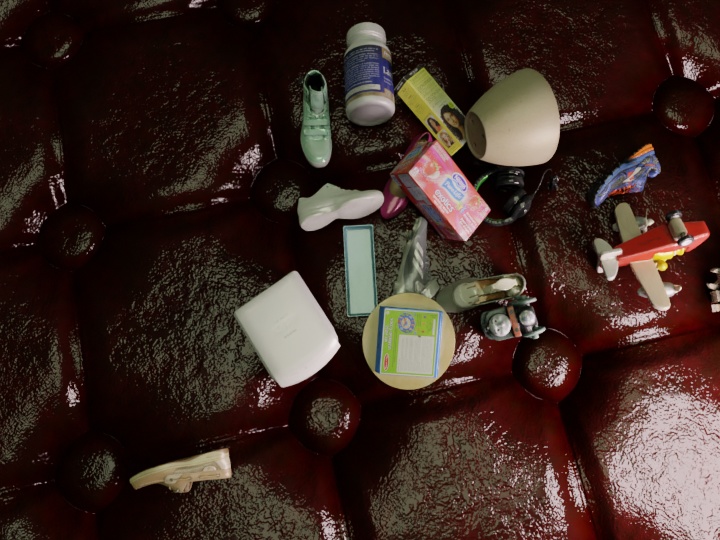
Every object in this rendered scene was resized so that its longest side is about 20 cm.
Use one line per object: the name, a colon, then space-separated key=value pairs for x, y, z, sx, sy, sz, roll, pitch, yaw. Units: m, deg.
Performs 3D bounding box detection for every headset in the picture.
headset: x=0.347 y=-0.174 z=1.171 sx=0.196 sy=0.094 sz=0.126 roll=-19 pitch=78 yaw=12

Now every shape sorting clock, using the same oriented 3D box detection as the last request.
shape sorting clock: x=0.101 y=0.148 z=1.095 sx=0.195 sy=0.039 sz=0.205 roll=0 pitch=94 yaw=-3

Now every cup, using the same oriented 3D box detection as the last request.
cup: x=0.308 y=-0.309 z=1.115 sx=0.140 sy=0.201 sz=0.204 roll=-19 pitch=78 yaw=-10

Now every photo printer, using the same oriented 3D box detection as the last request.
photo printer: x=-0.149 y=0.129 z=1.094 sx=0.165 sy=0.070 sz=0.202 roll=-33 pitch=80 yaw=-7

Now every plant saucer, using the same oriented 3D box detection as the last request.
plant saucer: x=0.000 y=0.000 z=1.149 sx=0.068 sy=0.019 sz=0.205 roll=-3 pitch=77 yaw=-1

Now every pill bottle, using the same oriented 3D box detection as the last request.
pill bottle: x=0.018 y=-0.450 z=1.194 sx=0.113 sy=0.116 sz=0.205 roll=-3 pitch=78 yaw=-1

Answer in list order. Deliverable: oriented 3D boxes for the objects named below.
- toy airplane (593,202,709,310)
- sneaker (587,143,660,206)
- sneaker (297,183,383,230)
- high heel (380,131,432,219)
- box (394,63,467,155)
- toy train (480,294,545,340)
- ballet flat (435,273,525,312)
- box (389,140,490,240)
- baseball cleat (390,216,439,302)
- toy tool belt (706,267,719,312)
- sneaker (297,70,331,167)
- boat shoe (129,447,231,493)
toy airplane: x=0.604 y=-0.034 z=1.111 sx=0.198 sy=0.140 sz=0.203 roll=28 pitch=87 yaw=44
sneaker: x=0.598 y=-0.203 z=1.166 sx=0.198 sy=0.075 sz=0.079 roll=-37 pitch=84 yaw=-6
sneaker: x=-0.048 y=-0.160 z=1.158 sx=0.195 sy=0.076 sz=0.090 roll=-14 pitch=63 yaw=1
high heel: x=0.098 y=-0.213 z=1.153 sx=0.066 sy=0.096 sz=0.203 roll=24 pitch=79 yaw=5
box: x=0.171 y=-0.364 z=1.179 sx=0.200 sy=0.050 sz=0.075 roll=47 pitch=59 yaw=-4
toy train: x=0.299 y=0.101 z=1.043 sx=0.112 sy=0.200 sz=0.087 roll=-18 pitch=84 yaw=10
ballet flat: x=0.259 y=0.042 z=1.116 sx=0.195 sy=0.064 sz=0.069 roll=-12 pitch=78 yaw=-2
box: x=0.169 y=-0.166 z=1.103 sx=0.096 sy=0.099 sz=0.200 roll=-47 pitch=110 yaw=-9
baseball cleat: x=0.131 y=-0.009 z=1.133 sx=0.104 sy=0.070 sz=0.204 roll=18 pitch=88 yaw=-2
toy tool belt: x=0.798 y=0.043 z=1.089 sx=0.120 sy=0.125 sz=0.205 roll=-7 pitch=77 yaw=-10
sneaker: x=-0.105 y=-0.344 z=1.170 sx=0.072 sy=0.118 sz=0.205 roll=-4 pitch=79 yaw=-3
boat shoe: x=-0.357 y=0.409 z=1.033 sx=0.195 sy=0.071 sz=0.066 roll=-14 pitch=77 yaw=-4
